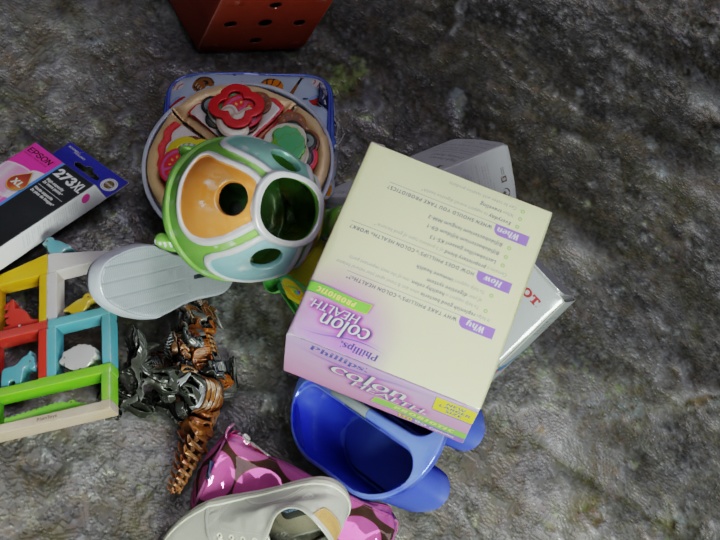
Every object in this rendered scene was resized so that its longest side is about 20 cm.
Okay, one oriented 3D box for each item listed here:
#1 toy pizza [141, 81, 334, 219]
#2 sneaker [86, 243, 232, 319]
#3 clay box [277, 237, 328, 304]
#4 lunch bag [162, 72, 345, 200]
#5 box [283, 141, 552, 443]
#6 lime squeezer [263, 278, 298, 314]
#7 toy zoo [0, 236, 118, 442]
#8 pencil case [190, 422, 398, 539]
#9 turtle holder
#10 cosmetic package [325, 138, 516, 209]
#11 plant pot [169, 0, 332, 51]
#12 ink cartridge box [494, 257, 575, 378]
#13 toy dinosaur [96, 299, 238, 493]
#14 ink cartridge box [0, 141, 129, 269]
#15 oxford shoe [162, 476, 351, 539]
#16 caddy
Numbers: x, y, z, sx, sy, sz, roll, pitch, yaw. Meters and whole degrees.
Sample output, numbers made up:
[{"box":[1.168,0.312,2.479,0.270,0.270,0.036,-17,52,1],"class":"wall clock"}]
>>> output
[{"box":[-0.126,-0.115,1.443,0.198,0.032,0.202,0,62,0],"class":"toy pizza"},{"box":[-0.205,0.009,1.373,0.200,0.070,0.074,-3,93,-59],"class":"sneaker"},{"box":[0.000,0.000,1.384,0.115,0.048,0.200,-38,36,-19],"class":"clay box"},{"box":[-0.115,-0.140,1.520,0.198,0.076,0.161,0,50,1],"class":"lunch bag"},{"box":[0.050,0.019,1.241,0.175,0.097,0.201,21,66,4],"class":"box"},{"box":[-0.117,-0.001,1.482,0.200,0.038,0.071,37,39,9],"class":"lime squeezer"},{"box":[-0.297,0.058,1.358,0.130,0.020,0.201,-14,60,11],"class":"toy zoo"},{"box":[-0.060,0.226,1.333,0.199,0.091,0.094,26,89,-7],"class":"pencil case"},{"box":[-0.091,-0.047,1.328,0.185,0.131,0.141,44,65,-31],"class":"turtle holder"},{"box":[0.064,-0.081,1.552,0.199,0.101,0.075,-23,109,-31],"class":"cosmetic package"},{"box":[-0.125,-0.361,1.621,0.199,0.200,0.178,-5,73,-22],"class":"plant pot"},{"box":[0.098,0.046,1.437,0.146,0.200,0.083,48,13,13],"class":"ink cartridge box"},{"box":[-0.176,0.112,1.370,0.135,0.102,0.201,17,32,-29],"class":"toy dinosaur"},{"box":[-0.341,-0.072,1.440,0.094,0.037,0.200,34,51,24],"class":"ink cartridge box"},{"box":[-0.100,0.240,1.266,0.075,0.199,0.058,57,24,-27],"class":"oxford shoe"},{"box":[0.018,0.138,1.327,0.200,0.105,0.142,29,87,46],"class":"caddy"}]
